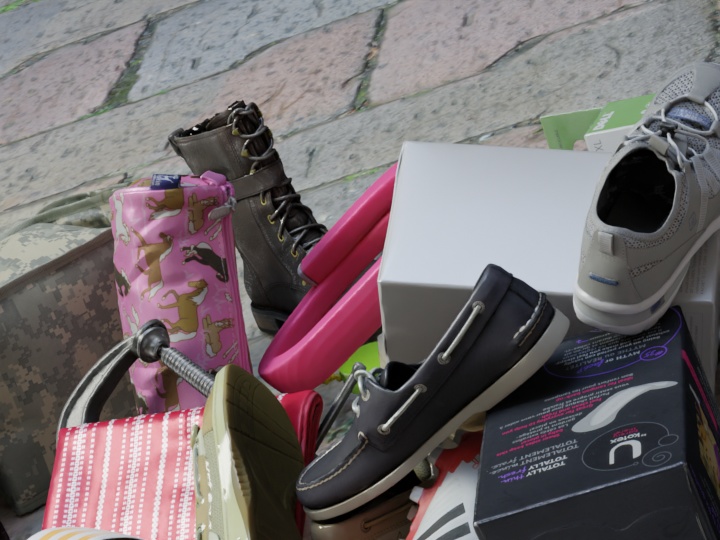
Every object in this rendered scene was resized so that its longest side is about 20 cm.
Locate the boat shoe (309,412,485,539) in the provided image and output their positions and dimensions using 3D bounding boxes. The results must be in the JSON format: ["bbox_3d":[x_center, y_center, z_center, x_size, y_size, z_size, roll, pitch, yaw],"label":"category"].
[{"bbox_3d":[0.040,0.124,1.649,0.072,0.065,0.200,0,29,43],"label":"boat shoe"}]

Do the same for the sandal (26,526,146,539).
[{"bbox_3d":[-0.142,0.186,1.615,0.207,0.059,0.079,19,30,37],"label":"sandal"}]

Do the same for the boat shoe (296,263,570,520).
[{"bbox_3d":[0.028,0.068,1.559,0.200,0.063,0.073,-39,14,25],"label":"boat shoe"}]

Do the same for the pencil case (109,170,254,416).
[{"bbox_3d":[-0.116,0.034,1.840,0.083,0.200,0.087,-7,-1,-26],"label":"pencil case"}]

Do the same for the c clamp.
[{"bbox_3d":[-0.104,0.098,1.755,0.200,0.027,0.171,28,91,34],"label":"c clamp"}]

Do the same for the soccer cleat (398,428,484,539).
[{"bbox_3d":[0.057,0.162,1.538,0.085,0.069,0.200,22,36,13],"label":"soccer cleat"}]

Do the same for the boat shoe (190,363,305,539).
[{"bbox_3d":[-0.073,0.138,1.608,0.063,0.073,0.201,-36,40,22],"label":"boat shoe"}]

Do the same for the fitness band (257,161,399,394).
[{"bbox_3d":[0.000,0.000,1.840,0.200,0.037,0.144,-48,15,21],"label":"fitness band"}]

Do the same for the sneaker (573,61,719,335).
[{"bbox_3d":[0.181,-0.056,1.575,0.075,0.082,0.200,13,51,16],"label":"sneaker"}]

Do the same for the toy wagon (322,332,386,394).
[{"bbox_3d":[0.067,0.046,1.857,0.200,0.040,0.155,-20,20,5],"label":"toy wagon"}]

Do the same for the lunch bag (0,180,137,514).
[{"bbox_3d":[-0.204,0.046,1.936,0.200,0.164,0.118,-29,25,-22],"label":"lunch bag"}]

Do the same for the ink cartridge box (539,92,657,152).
[{"bbox_3d":[0.220,-0.068,1.900,0.200,0.104,0.059,-9,23,28],"label":"ink cartridge box"}]

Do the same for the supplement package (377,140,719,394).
[{"bbox_3d":[0.119,0.007,1.663,0.200,0.121,0.120,4,50,8],"label":"supplement package"}]

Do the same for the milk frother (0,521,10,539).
[{"bbox_3d":[-0.337,0.193,1.656,0.188,0.200,0.181,-14,26,19],"label":"milk frother"}]

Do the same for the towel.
[{"bbox_3d":[-0.117,0.149,1.700,0.200,0.022,0.145,-10,56,28],"label":"towel"}]

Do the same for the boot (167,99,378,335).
[{"bbox_3d":[-0.056,-0.041,1.977,0.069,0.174,0.200,-34,17,-35],"label":"boot"}]

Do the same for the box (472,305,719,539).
[{"bbox_3d":[0.139,0.119,1.509,0.122,0.106,0.200,-18,20,14],"label":"box"}]
